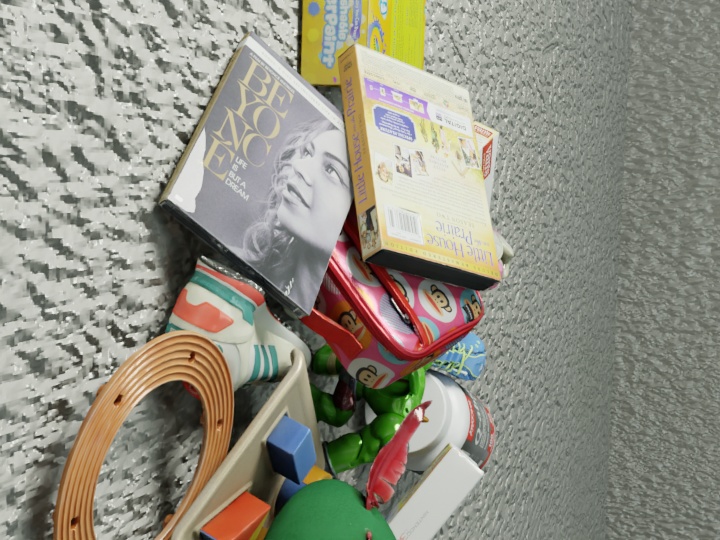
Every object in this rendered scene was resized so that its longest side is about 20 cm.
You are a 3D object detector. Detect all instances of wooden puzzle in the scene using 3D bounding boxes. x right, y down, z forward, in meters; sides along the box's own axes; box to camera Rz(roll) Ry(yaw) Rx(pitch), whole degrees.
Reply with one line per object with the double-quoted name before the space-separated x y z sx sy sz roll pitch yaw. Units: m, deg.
"wooden puzzle" -0.075 0.192 0.977 0.201 0.046 0.186 -59 158 -30

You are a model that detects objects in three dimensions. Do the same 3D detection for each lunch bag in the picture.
"lunch bag" 0.000 0.000 1.047 0.176 0.082 0.201 -25 75 -49

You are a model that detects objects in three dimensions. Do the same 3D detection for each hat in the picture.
"hat" -0.028 0.171 0.953 0.200 0.164 0.178 60 21 -62

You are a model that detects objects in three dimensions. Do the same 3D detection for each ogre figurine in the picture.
"ogre figurine" 0.005 0.118 1.162 0.200 0.119 0.099 -57 145 -51

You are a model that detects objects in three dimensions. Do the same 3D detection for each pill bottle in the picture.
"pill bottle" 0.080 0.177 1.375 0.200 0.115 0.117 39 58 -65

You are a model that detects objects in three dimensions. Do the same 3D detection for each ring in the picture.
"ring" -0.152 0.138 0.844 0.200 0.019 0.202 -43 141 -48

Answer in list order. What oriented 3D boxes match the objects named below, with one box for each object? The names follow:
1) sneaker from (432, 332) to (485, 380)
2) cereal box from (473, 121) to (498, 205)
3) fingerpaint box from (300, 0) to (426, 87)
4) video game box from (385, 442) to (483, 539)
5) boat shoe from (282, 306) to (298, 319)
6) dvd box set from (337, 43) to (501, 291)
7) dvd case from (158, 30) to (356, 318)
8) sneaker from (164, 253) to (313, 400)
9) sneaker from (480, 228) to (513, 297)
"sneaker" 0.093 0.076 1.303 0.200 0.104 0.076 -13 124 -88
"cereal box" 0.082 -0.056 1.323 0.200 0.039 0.145 -43 150 -35
"fingerpaint box" 0.006 -0.277 1.158 0.167 0.073 0.202 -18 111 -68
"video game box" 0.043 0.263 1.196 0.200 0.047 0.182 -50 175 -3
"boat shoe" -0.031 -0.002 1.157 0.062 0.073 0.199 53 25 13
"dvd box set" 0.052 -0.089 1.051 0.145 0.029 0.202 13 59 -39
"dvd case" -0.068 -0.081 0.963 0.148 0.016 0.201 40 46 -24
"sneaker" -0.105 0.066 0.963 0.094 0.070 0.200 -57 156 -13
"sneaker" 0.103 -0.011 1.245 0.200 0.088 0.082 -29 142 -55
